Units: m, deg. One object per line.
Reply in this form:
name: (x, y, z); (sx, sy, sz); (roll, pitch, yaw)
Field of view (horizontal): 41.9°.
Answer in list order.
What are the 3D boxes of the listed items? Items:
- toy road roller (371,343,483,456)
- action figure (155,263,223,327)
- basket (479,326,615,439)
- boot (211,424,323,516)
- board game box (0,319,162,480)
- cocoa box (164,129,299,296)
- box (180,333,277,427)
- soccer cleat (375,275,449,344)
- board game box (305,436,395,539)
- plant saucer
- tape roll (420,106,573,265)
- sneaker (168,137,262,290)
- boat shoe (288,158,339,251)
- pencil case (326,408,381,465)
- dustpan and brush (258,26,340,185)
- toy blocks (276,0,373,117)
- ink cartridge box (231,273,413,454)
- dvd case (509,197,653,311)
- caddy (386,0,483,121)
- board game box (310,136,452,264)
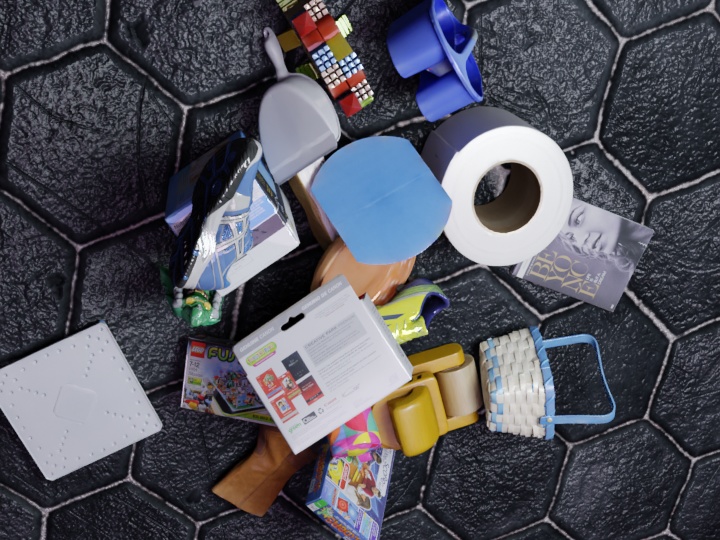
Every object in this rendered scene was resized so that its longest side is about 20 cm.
toy road roller: (0.102, 0.212, 1.469); (0.197, 0.146, 0.125); (-17, 106, -5)
action figure: (-0.229, 0.032, 1.315); (0.116, 0.200, 0.056); (13, 108, -16)
basket: (0.290, 0.173, 1.489); (0.196, 0.178, 0.141); (-7, 127, 6)
boot: (-0.171, 0.282, 1.509); (0.187, 0.069, 0.200); (36, 108, -28)
board game box: (-0.432, 0.198, 1.432); (0.197, 0.026, 0.202); (-24, 113, -2)
cocoa box: (-0.176, -0.084, 1.281); (0.132, 0.200, 0.132); (-33, 113, 4)
box: (-0.168, 0.168, 1.415); (0.196, 0.035, 0.112); (9, 97, 11)
soccer cleat: (0.055, 0.085, 1.410); (0.200, 0.083, 0.065); (-42, 146, -27)
board game box: (-0.010, 0.317, 1.467); (0.034, 0.201, 0.135); (-29, 116, 31)
plant saucer: (0.000, 0.000, 1.389); (0.198, 0.037, 0.202); (-30, 142, -26)
tape roll: (0.192, -0.125, 1.370); (0.199, 0.139, 0.206); (-4, 112, -10)
sneaker: (-0.165, -0.067, 1.152); (0.076, 0.076, 0.202); (17, 107, -37)
boat shoe: (-0.043, -0.091, 1.374); (0.069, 0.071, 0.202); (-35, 125, -17)
pencil case: (-0.029, 0.188, 1.426); (0.087, 0.089, 0.203); (-14, 70, -5)
dustpan and brush: (-0.101, -0.237, 1.283); (0.139, 0.057, 0.203); (-26, 90, 41)
toy blocks: (-0.040, -0.288, 1.265); (0.099, 0.137, 0.201); (-31, 113, 2)
ink cartridge box: (-0.053, 0.124, 1.327); (0.198, 0.084, 0.177); (-32, 92, 7)
dvd case: (0.354, -0.031, 1.503); (0.197, 0.016, 0.151); (19, 106, -17)
caddy: (0.112, -0.292, 1.268); (0.104, 0.201, 0.142); (-27, 113, 19)
board game box: (0.031, -0.092, 1.300); (0.156, 0.201, 0.039); (-30, 155, -9)
